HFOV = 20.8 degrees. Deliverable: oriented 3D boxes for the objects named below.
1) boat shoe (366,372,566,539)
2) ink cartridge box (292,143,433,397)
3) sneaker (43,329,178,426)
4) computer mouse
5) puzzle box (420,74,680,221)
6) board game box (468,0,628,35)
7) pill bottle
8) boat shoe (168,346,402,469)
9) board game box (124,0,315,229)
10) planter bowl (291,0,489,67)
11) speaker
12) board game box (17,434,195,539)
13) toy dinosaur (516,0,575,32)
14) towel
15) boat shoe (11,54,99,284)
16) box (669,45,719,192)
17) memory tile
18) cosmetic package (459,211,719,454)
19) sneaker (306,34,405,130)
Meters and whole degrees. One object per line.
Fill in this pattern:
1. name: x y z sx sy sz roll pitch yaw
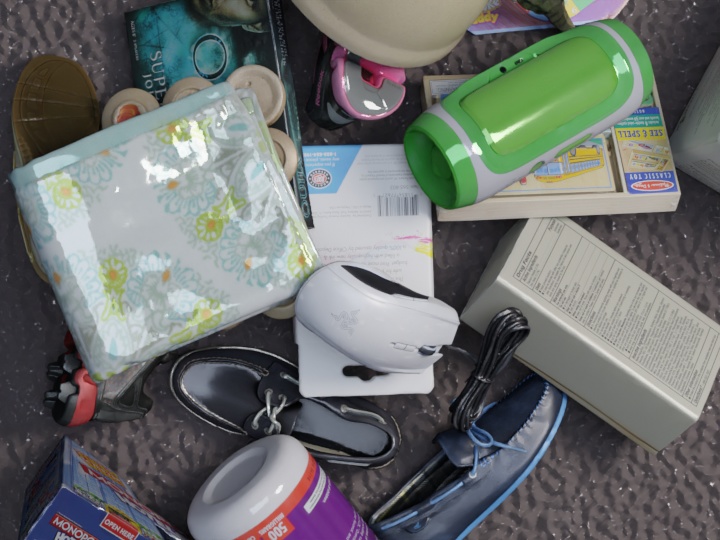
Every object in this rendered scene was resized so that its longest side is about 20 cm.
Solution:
1. boat shoe: 0.087 0.158 1.594 0.069 0.084 0.200 42 83 -21
2. ink cartridge box: 0.000 0.000 1.596 0.114 0.068 0.202 -1 89 -4
3. sneaker: -0.191 0.031 1.577 0.097 0.071 0.202 12 77 -23
4. computer mouse: 0.037 0.054 1.504 0.199 0.044 0.110 21 116 -31
5. puzzle box: 0.153 -0.104 1.601 0.198 0.025 0.134 -3 57 -6
6. board game box: 0.147 -0.282 1.628 0.198 0.039 0.159 -6 90 -5
7. pill bottle: -0.040 0.235 1.557 0.112 0.112 0.200 -40 108 -5
8. boat shoe: -0.059 0.111 1.592 0.199 0.063 0.073 20 87 -5
9. board game box: -0.114 -0.121 1.570 0.134 0.028 0.202 -10 87 24
10. planter bowl: 0.039 -0.276 1.506 0.199 0.135 0.202 19 54 -28
11. speaker: 0.133 -0.125 1.548 0.199 0.088 0.089 -30 93 -21
12. board game box: -0.188 0.207 1.528 0.200 0.200 0.062 37 90 -24
13. toy dinosaur: 0.155 -0.238 1.570 0.047 0.200 0.089 16 86 28
14. towel: -0.142 -0.032 1.470 0.199 0.048 0.172 -23 87 -14
15. boat shoe: -0.245 -0.080 1.550 0.073 0.067 0.201 8 53 -18
16. box: 0.391 -0.135 1.588 0.198 0.171 0.201 29 87 -5
17. memory tile: -0.119 -0.053 1.529 0.152 0.017 0.202 -9 87 7
18. cosmetic package: 0.192 0.046 1.595 0.199 0.073 0.104 35 51 -3
19. sneaker: -0.003 -0.201 1.596 0.079 0.095 0.201 24 62 -21
